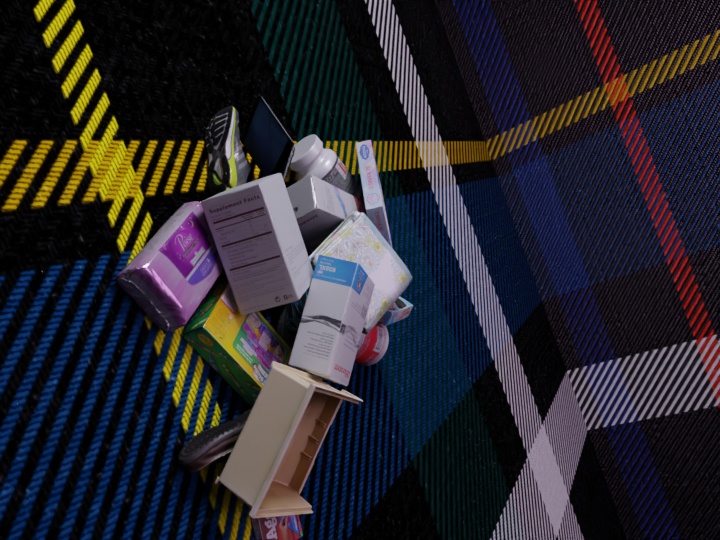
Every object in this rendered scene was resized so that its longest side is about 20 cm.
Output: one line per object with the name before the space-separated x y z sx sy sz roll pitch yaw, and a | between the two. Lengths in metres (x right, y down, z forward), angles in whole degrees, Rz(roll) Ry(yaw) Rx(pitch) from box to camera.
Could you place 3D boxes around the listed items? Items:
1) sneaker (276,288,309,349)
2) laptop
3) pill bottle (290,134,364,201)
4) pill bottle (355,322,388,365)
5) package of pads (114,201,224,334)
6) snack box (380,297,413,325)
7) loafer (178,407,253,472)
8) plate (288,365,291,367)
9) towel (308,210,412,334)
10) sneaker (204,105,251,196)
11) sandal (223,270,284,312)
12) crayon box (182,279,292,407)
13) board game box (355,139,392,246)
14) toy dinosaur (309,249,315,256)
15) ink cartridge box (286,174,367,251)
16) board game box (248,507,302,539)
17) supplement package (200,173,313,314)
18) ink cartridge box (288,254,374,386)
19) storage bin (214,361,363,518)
sneaker | -0.115 0.096 1.162 0.073 0.080 0.206 -20 114 -58
laptop | -0.201 -0.197 1.168 0.101 0.177 0.205 21 64 -14
pill bottle | -0.081 -0.212 1.411 0.201 0.114 0.118 50 35 -31
pill bottle | -0.033 0.133 1.292 0.198 0.110 0.115 28 50 -49
package of pads | -0.296 -0.010 0.973 0.122 0.074 0.202 57 32 -26
snack box | 0.014 0.051 1.372 0.198 0.038 0.115 33 21 22
loafer | -0.196 0.278 0.953 0.197 0.072 0.073 -17 94 -46
plate | -0.113 0.217 1.131 0.200 0.025 0.206 9 90 -76
towel | 0.000 0.000 1.236 0.171 0.048 0.201 -45 101 -25
sneaker | -0.259 -0.228 1.183 0.081 0.072 0.206 25 59 -59
sandal | -0.184 0.024 1.167 0.199 0.047 0.077 34 45 -46
crayon box | -0.209 0.132 1.052 0.201 0.057 0.120 54 34 -27
board game box | 0.035 -0.160 1.399 0.202 0.040 0.204 72 8 -56
toy dinosaur | -0.029 0.007 1.324 0.177 0.105 0.204 21 76 -2
ink cartridge box | -0.093 -0.116 1.304 0.198 0.145 0.088 21 51 -53
board game box | -0.158 0.375 1.032 0.102 0.019 0.205 0 73 -58
supplement package | -0.171 -0.048 1.026 0.117 0.114 0.205 -55 130 -70
ink cartridge box | -0.048 0.095 1.087 0.145 0.082 0.205 52 51 -70
storage bin | -0.104 0.273 0.953 0.204 0.092 0.198 -65 150 -7
